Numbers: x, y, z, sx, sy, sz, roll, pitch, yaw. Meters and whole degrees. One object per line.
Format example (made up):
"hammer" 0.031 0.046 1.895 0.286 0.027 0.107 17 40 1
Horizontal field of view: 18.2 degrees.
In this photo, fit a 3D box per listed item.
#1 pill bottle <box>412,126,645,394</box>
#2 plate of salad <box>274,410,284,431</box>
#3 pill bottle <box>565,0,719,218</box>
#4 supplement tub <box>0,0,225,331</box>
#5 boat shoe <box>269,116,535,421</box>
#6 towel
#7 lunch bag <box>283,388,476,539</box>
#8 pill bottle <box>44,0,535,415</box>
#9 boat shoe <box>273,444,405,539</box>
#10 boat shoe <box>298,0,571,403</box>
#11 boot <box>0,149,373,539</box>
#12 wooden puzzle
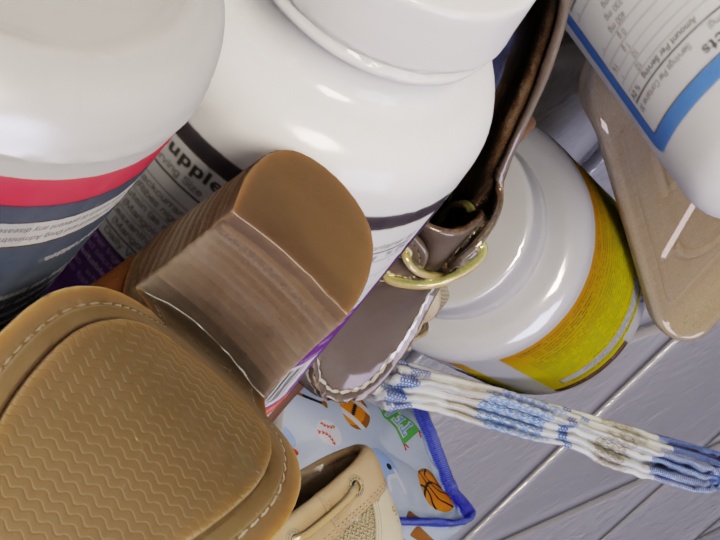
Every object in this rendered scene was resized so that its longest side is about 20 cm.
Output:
"pill bottle" 0.061 -0.008 1.003 0.109 0.110 0.200 -36 163 8
"plate of salad" -0.110 0.114 0.948 0.199 0.048 0.200 -29 -154 15
"pill bottle" 0.133 -0.089 0.761 0.112 0.201 0.112 -30 163 -10
"supplement tub" -0.137 -0.029 0.532 0.140 0.141 0.200 -12 152 -50
"boat shoe" 0.000 0.000 0.850 0.201 0.072 0.076 -57 -178 -10
"towel" 0.061 0.068 1.076 0.199 0.024 0.147 17 177 -28
"lunch bag" -0.070 0.131 1.126 0.199 0.124 0.170 8 137 -46
"pill bottle" -0.029 -0.042 0.663 0.111 0.112 0.200 -18 156 -42
"boat shoe" -0.070 0.120 0.820 0.199 0.065 0.071 -21 -171 -36
"boat shoe" 0.017 -0.031 0.753 0.071 0.060 0.201 -6 128 -37
"boot" -0.084 0.058 0.556 0.155 0.077 0.200 -42 -168 32
"wooden puzzle" 0.172 -0.087 1.002 0.185 0.046 0.200 -46 144 -12
